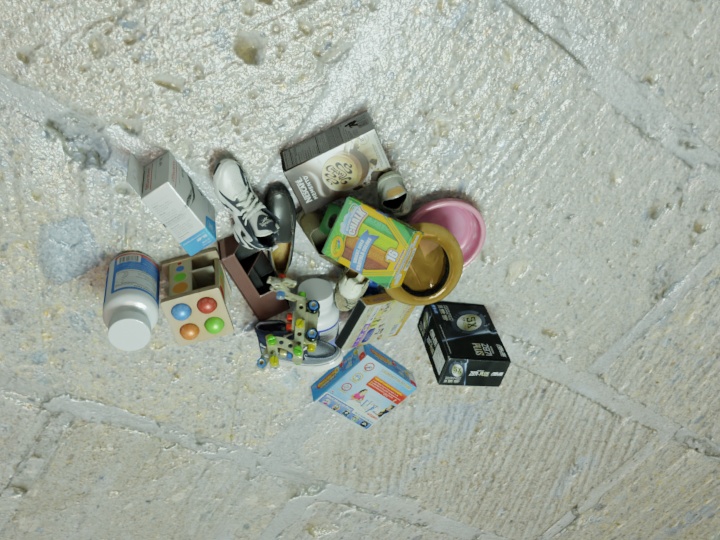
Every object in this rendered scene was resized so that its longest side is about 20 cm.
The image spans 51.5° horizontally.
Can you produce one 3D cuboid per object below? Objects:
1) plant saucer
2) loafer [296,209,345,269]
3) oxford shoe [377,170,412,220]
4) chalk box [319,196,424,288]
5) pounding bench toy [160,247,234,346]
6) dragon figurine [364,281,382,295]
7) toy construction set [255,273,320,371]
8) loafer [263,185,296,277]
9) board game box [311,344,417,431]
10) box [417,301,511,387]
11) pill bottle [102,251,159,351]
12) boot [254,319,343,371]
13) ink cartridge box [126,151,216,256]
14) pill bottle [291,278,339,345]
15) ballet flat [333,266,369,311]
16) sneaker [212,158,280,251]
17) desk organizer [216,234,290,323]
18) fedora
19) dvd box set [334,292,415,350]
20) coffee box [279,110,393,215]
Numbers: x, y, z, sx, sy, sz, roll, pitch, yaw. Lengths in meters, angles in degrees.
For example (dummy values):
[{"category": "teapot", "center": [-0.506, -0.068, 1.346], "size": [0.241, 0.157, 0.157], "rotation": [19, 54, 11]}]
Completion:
[{"category": "plant saucer", "center": [0.179, -0.079, 1.662], "size": [0.195, 0.051, 0.204], "rotation": [-7, 129, -9]}, {"category": "loafer", "center": [-0.067, -0.056, 1.601], "size": [0.075, 0.068, 0.199], "rotation": [-36, 133, 15]}, {"category": "oxford shoe", "center": [0.073, -0.136, 1.543], "size": [0.074, 0.059, 0.200], "rotation": [-22, 160, 1]}, {"category": "chalk box", "center": [0.008, -0.065, 1.487], "size": [0.197, 0.124, 0.127], "rotation": [27, 97, 12]}, {"category": "pounding bench toy", "center": [-0.336, 0.090, 1.595], "size": [0.121, 0.157, 0.203], "rotation": [-14, 129, -3]}, {"category": "dragon figurine", "center": [0.019, 0.010, 1.685], "size": [0.098, 0.059, 0.202], "rotation": [19, 122, -26]}, {"category": "toy construction set", "center": [-0.150, 0.112, 1.567], "size": [0.128, 0.205, 0.092], "rotation": [3, 169, -3]}, {"category": "loafer", "center": [-0.165, -0.079, 1.563], "size": [0.071, 0.073, 0.203], "rotation": [-7, 127, -7]}, {"category": "board game box", "center": [0.009, 0.298, 1.904], "size": [0.195, 0.056, 0.199], "rotation": [-42, 125, 18]}, {"category": "box", "center": [0.242, 0.173, 1.772], "size": [0.160, 0.202, 0.087], "rotation": [6, 126, -17]}, {"category": "pill bottle", "center": [-0.464, 0.064, 1.516], "size": [0.109, 0.202, 0.114], "rotation": [-6, 129, -8]}, {"category": "boot", "center": [-0.138, 0.160, 1.625], "size": [0.195, 0.073, 0.092], "rotation": [1, 129, 18]}, {"category": "ink cartridge box", "center": [-0.360, -0.142, 1.438], "size": [0.066, 0.117, 0.201], "rotation": [-27, 129, 9]}, {"category": "pill bottle", "center": [-0.103, 0.123, 1.707], "size": [0.109, 0.113, 0.203], "rotation": [-6, 128, -9]}, {"category": "ballet flat", "center": [0.000, 0.000, 1.607], "size": [0.067, 0.075, 0.202], "rotation": [34, 96, 2]}, {"category": "sneaker", "center": [-0.212, -0.119, 1.468], "size": [0.079, 0.128, 0.203], "rotation": [-34, 130, -33]}, {"category": "desk organizer", "center": [-0.229, 0.013, 1.619], "size": [0.076, 0.072, 0.202], "rotation": [-24, 129, 3]}, {"category": "fedora", "center": [0.126, -0.023, 1.607], "size": [0.195, 0.082, 0.205], "rotation": [-4, 120, -7]}, {"category": "dvd box set", "center": [0.044, 0.109, 1.719], "size": [0.197, 0.030, 0.148], "rotation": [-11, 140, -45]}, {"category": "coffee box", "center": [-0.049, -0.213, 1.484], "size": [0.197, 0.081, 0.114], "rotation": [-25, 130, 5]}]
